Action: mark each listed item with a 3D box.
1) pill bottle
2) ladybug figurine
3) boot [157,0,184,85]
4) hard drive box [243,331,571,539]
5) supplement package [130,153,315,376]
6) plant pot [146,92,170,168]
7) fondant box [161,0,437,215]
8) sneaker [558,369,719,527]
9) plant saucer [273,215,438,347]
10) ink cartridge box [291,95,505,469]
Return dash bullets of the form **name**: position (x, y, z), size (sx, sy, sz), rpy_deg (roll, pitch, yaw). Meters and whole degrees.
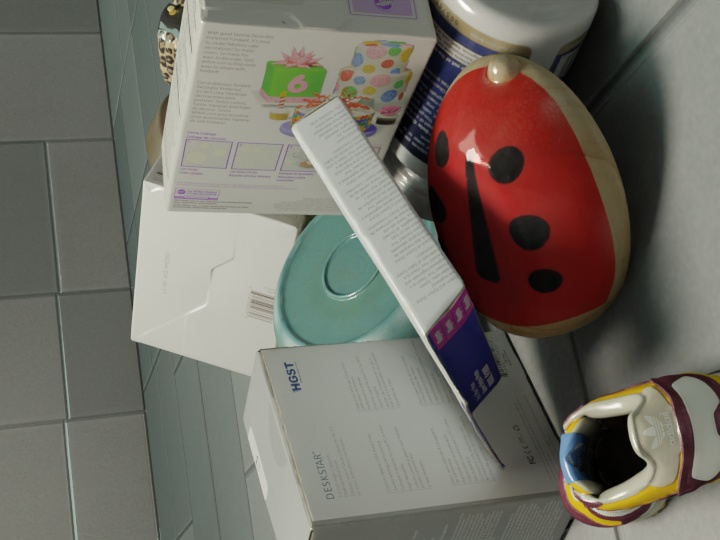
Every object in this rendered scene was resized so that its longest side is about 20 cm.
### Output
- **pill bottle**: position (0.074, -0.126, 0.784), size (0.201, 0.109, 0.112), rpy_deg (111, 149, -51)
- **ladybug figurine**: position (0.093, -0.036, 0.706), size (0.135, 0.072, 0.202), rpy_deg (18, 138, 40)
- **boot**: position (-0.115, -0.240, 1.098), size (0.149, 0.073, 0.203), rpy_deg (22, 121, 26)
- **hard drive box**: position (0.032, 0.129, 0.824), size (0.157, 0.197, 0.078), rpy_deg (-112, 28, -43)
- **supplement package**: position (-0.133, -0.016, 1.163), size (0.112, 0.153, 0.202), rpy_deg (-70, -5, -51)
- **plant pot**: position (-0.107, -0.167, 1.239), size (0.174, 0.197, 0.202), rpy_deg (-54, 41, 39)
- **fondant box**: position (-0.049, -0.112, 0.759), size (0.201, 0.142, 0.059), rpy_deg (118, 149, -58)
- **sneaker**: position (0.142, 0.104, 0.662), size (0.200, 0.089, 0.076), rpy_deg (124, 138, -61)
- **plant saucer**: position (0.000, 0.000, 0.960), size (0.198, 0.027, 0.203), rpy_deg (-25, 46, 28)
- **ink cartridge box**: position (0.042, 0.014, 0.732), size (0.201, 0.043, 0.197), rpy_deg (57, 180, 23)
